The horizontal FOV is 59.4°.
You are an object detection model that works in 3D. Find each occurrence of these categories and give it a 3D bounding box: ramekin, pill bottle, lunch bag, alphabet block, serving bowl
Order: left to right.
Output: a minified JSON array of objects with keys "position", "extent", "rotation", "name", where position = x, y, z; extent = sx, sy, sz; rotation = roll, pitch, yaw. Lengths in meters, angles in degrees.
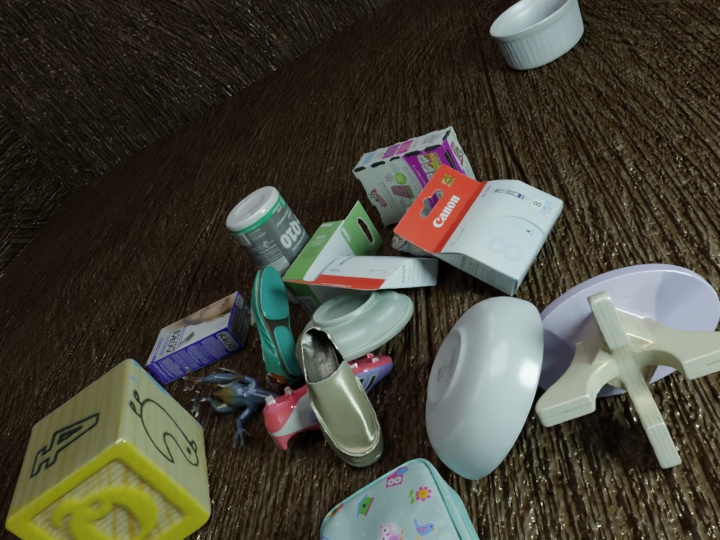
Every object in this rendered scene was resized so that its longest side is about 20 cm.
[{"position":[-0.350,0.289,0.909],"extent":[0.195,0.196,0.200],"rotation":[-36,30,1],"name":"alphabet block"},{"position":[-0.148,-0.043,1.164],"extent":[0.112,0.201,0.114],"rotation":[-25,31,16],"name":"pill bottle"},{"position":[0.050,0.291,0.607],"extent":[0.159,0.078,0.201],"rotation":[-32,30,3],"name":"lunch bag"},{"position":[0.119,0.117,0.688],"extent":[0.200,0.065,0.203],"rotation":[-158,89,-84],"name":"serving bowl"},{"position":[0.400,-0.541,1.415],"extent":[0.198,0.098,0.202],"rotation":[-25,32,17],"name":"ramekin"}]

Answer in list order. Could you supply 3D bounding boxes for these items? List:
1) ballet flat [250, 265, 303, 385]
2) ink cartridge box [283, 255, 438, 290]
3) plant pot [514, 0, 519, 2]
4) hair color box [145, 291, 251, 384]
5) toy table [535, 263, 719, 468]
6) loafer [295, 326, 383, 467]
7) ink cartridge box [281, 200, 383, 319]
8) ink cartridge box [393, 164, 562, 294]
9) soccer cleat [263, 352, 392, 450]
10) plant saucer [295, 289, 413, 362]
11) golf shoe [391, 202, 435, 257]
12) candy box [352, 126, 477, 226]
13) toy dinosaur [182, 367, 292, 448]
[{"position":[-0.147,0.094,1.026],"extent":[0.070,0.067,0.203],"rotation":[-33,66,35],"name":"ballet flat"},{"position":[0.000,0.000,0.987],"extent":[0.198,0.048,0.159],"rotation":[0,3,-42],"name":"ink cartridge box"},{"position":[0.469,-0.833,1.684],"extent":[0.198,0.201,0.200],"rotation":[-8,46,38],"name":"plant pot"},{"position":[-0.310,0.131,1.224],"extent":[0.197,0.065,0.110],"rotation":[-24,31,16],"name":"hair color box"},{"position":[0.257,0.081,0.611],"extent":[0.199,0.185,0.117],"rotation":[-36,11,20],"name":"toy table"},{"position":[-0.035,0.157,0.814],"extent":[0.075,0.069,0.202],"rotation":[-29,65,-6],"name":"loafer"},{"position":[-0.045,-0.018,1.120],"extent":[0.059,0.104,0.201],"rotation":[-4,43,42],"name":"ink cartridge box"},{"position":[0.171,-0.077,0.920],"extent":[0.198,0.048,0.161],"rotation":[29,62,16],"name":"ink cartridge box"},{"position":[-0.041,0.180,0.887],"extent":[0.197,0.078,0.067],"rotation":[-22,6,-11],"name":"soccer cleat"},{"position":[-0.017,0.072,0.967],"extent":[0.197,0.051,0.201],"rotation":[-23,18,8],"name":"plant saucer"},{"position":[0.106,-0.056,1.068],"extent":[0.200,0.096,0.079],"rotation":[-73,6,-74],"name":"golf shoe"},{"position":[0.102,-0.166,1.148],"extent":[0.197,0.137,0.061],"rotation":[-9,36,37],"name":"candy box"},{"position":[-0.189,0.182,1.007],"extent":[0.178,0.107,0.200],"rotation":[-5,18,6],"name":"toy dinosaur"}]
